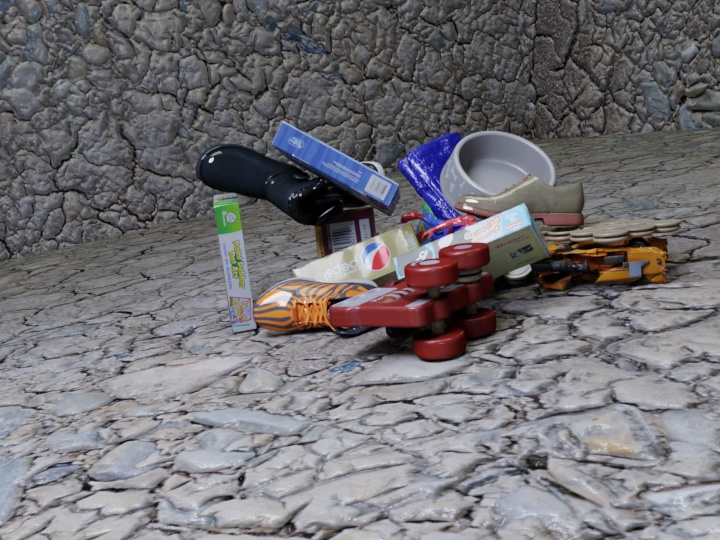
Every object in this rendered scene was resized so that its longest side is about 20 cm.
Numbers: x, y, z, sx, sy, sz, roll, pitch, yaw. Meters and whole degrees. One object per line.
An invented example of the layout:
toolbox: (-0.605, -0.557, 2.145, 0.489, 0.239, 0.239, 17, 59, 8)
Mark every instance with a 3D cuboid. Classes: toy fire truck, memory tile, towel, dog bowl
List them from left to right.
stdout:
toy fire truck: (0.075, 0.034, 1.126, 0.166, 0.114, 0.199, 1, 14, 36)
towel: (0.175, -0.143, 1.512, 0.146, 0.201, 0.050, -30, -16, -28)
dog bowl: (0.232, -0.154, 1.452, 0.196, 0.059, 0.202, 6, 46, -7)
memory tile: (0.361, -0.059, 1.316, 0.151, 0.017, 0.199, -10, 8, -25)

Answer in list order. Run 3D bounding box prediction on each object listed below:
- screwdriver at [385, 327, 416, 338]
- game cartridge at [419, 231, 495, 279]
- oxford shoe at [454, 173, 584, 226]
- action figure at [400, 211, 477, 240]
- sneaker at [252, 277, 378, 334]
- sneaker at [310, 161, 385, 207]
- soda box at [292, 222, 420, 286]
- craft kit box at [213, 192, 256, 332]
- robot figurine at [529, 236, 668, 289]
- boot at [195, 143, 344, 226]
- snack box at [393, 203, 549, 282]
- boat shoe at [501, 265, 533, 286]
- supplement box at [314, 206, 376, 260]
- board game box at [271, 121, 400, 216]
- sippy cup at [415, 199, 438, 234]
screwdriver: (0.099, 0.060, 1.235, 0.029, 0.028, 0.198, 34, 30, 29)
game cartridge: (0.150, -0.015, 1.390, 0.198, 0.041, 0.133, -4, 33, 47)
oxford shoe: (0.242, -0.109, 1.341, 0.196, 0.076, 0.070, 4, 4, 1)
action figure: (0.117, -0.045, 1.368, 0.098, 0.066, 0.199, -36, 22, -25)
sneaker: (-0.060, 0.052, 1.259, 0.196, 0.079, 0.112, -10, 10, -1)
sneaker: (-0.055, -0.134, 1.540, 0.111, 0.074, 0.198, -16, 0, -44)
soda box: (0.000, 0.000, 1.355, 0.197, 0.065, 0.068, -21, -18, 1)
craft kit box: (-0.206, -0.019, 1.437, 0.048, 0.201, 0.200, -11, 11, -7)
robot figurine: (0.342, -0.012, 1.276, 0.196, 0.059, 0.145, -5, 11, 23)
boot: (-0.138, -0.132, 1.363, 0.197, 0.078, 0.168, 10, 14, -33)
snack box: (0.157, -0.019, 1.234, 0.197, 0.038, 0.116, -22, -28, 16)
boat shoe: (0.259, -0.025, 1.414, 0.070, 0.069, 0.201, -3, 28, 14)
supplement box: (-0.023, -0.037, 1.497, 0.101, 0.134, 0.200, -8, 5, -2)
board game box: (-0.032, -0.155, 1.385, 0.198, 0.044, 0.199, 29, 2, 3)
sippy cup: (0.161, -0.085, 1.582, 0.176, 0.141, 0.131, -25, -19, -28)
